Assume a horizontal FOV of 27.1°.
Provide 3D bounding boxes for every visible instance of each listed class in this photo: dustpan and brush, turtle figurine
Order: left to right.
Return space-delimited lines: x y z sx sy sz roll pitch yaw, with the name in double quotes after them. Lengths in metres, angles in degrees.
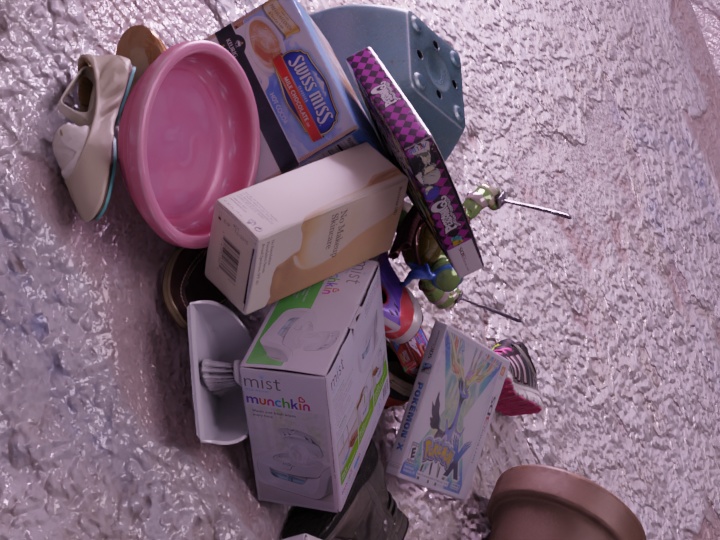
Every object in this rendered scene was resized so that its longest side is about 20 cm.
-0.118 0.109 1.511 0.200 0.057 0.141 48 35 -77 "dustpan and brush"
0.112 -0.036 1.716 0.194 0.199 0.145 -119 -161 -46 "turtle figurine"

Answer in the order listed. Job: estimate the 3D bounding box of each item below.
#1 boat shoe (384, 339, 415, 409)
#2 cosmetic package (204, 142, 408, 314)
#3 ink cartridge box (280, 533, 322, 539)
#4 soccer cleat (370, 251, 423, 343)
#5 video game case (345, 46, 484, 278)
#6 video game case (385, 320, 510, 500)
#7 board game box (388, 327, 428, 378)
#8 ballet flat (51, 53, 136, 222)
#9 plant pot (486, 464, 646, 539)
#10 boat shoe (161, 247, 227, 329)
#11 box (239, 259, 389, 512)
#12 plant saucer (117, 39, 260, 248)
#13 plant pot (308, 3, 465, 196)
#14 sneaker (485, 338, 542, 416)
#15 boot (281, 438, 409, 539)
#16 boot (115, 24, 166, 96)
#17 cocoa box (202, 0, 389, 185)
-0.002 0.081 1.719 0.200 0.062 0.071 52 36 -24 "boat shoe"
-0.053 -0.044 1.501 0.199 0.106 0.071 -25 54 -35 "cosmetic package"
0.003 0.303 1.477 0.200 0.173 0.044 32 45 -45 "ink cartridge box"
0.000 0.000 1.700 0.073 0.068 0.200 28 21 -47 "soccer cleat"
0.056 -0.115 1.566 0.182 0.036 0.200 64 -1 -40 "video game case"
0.107 0.170 1.763 0.200 0.022 0.183 31 76 -58 "video game case"
0.039 0.045 1.776 0.103 0.019 0.201 31 28 -58 "board game box"
-0.266 -0.135 1.444 0.069 0.069 0.201 41 38 -38 "ballet flat"
0.223 0.361 1.806 0.200 0.200 0.175 52 53 -26 "plant pot"
-0.138 -0.011 1.548 0.072 0.072 0.200 60 32 -14 "boat shoe"
-0.040 0.112 1.535 0.200 0.096 0.177 -64 154 -51 "box"
-0.172 -0.123 1.462 0.200 0.051 0.202 -15 108 -59 "plant saucer"
0.014 -0.202 1.786 0.196 0.199 0.197 34 45 -45 "plant pot"
0.179 0.127 1.970 0.200 0.073 0.088 34 45 -51 "sneaker"
-0.003 0.280 1.594 0.131 0.067 0.200 65 31 -17 "boot"
-0.184 -0.160 1.584 0.144 0.070 0.202 -18 93 -65 "boot"
-0.072 -0.173 1.623 0.201 0.131 0.133 64 9 25 "cocoa box"
